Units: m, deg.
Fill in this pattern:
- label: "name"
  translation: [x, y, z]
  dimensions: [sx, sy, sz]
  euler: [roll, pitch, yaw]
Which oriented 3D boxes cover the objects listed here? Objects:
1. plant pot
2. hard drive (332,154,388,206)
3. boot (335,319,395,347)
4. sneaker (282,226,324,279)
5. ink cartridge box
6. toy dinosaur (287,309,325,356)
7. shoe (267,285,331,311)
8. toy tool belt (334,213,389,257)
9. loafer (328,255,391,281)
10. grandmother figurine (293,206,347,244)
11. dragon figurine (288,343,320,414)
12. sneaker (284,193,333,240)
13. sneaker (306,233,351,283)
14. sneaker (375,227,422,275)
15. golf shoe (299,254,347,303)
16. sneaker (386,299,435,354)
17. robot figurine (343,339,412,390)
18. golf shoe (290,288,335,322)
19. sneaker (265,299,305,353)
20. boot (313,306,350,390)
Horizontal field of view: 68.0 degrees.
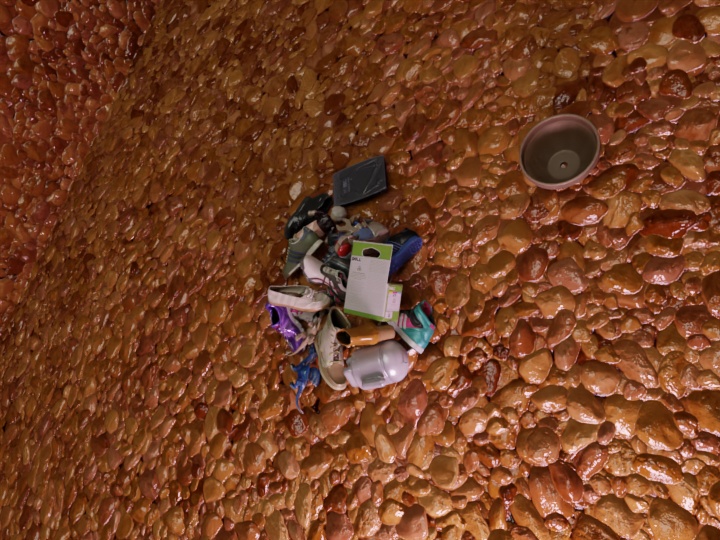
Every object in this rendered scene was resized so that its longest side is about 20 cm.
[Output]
- label: "plant pot"
  translation: [0.520, -0.294, 1.385]
  dimensions: [0.197, 0.092, 0.205]
  euler: [-11, 67, 28]
- label: "hard drive"
  translation: [0.001, -0.286, 1.747]
  dimensions: [0.197, 0.042, 0.138]
  euler: [-16, 65, 27]
- label: "boot"
  translation: [-0.003, 0.171, 1.470]
  dimensions: [0.201, 0.141, 0.073]
  euler: [169, 97, -71]
- label: "sneaker"
  translation: [-0.207, -0.064, 1.746]
  dimensions: [0.090, 0.067, 0.200]
  euler: [48, 121, 0]
- label: "ink cartridge box"
  translation: [0.041, 0.028, 1.470]
  dimensions: [0.146, 0.075, 0.205]
  euler: [9, 91, 40]
- label: "toy dinosaur"
  translation: [-0.156, 0.197, 1.604]
  dimensions: [0.058, 0.101, 0.202]
  euler: [35, 95, 8]
- label: "shoe"
  translation: [-0.185, 0.079, 1.600]
  dimensions: [0.195, 0.054, 0.071]
  euler: [5, 37, 5]
- label: "toy tool belt"
  translation: [-0.015, -0.105, 1.600]
  dimensions: [0.123, 0.197, 0.127]
  euler: [48, 136, 35]
- label: "loafer"
  translation: [0.000, 0.000, 1.610]
  dimensions: [0.197, 0.072, 0.064]
  euler: [27, 69, 12]
- label: "grandmother figurine"
  translation: [-0.130, -0.148, 1.760]
  dimensions: [0.198, 0.122, 0.061]
  euler: [-32, 16, 18]
- label: "dragon figurine"
  translation: [-0.162, 0.320, 1.610]
  dimensions: [0.098, 0.059, 0.204]
  euler: [-20, 55, 33]
- label: "sneaker"
  translation: [-0.176, -0.179, 1.811]
  dimensions: [0.103, 0.060, 0.202]
  euler: [28, 86, 39]
- label: "sneaker"
  translation: [-0.095, -0.044, 1.703]
  dimensions: [0.198, 0.075, 0.115]
  euler: [-32, 54, 16]
- label: "sneaker"
  translation: [0.088, -0.049, 1.571]
  dimensions: [0.198, 0.071, 0.078]
  euler: [-35, 45, -10]
- label: "golf shoe"
  translation: [-0.095, 0.012, 1.605]
  dimensions: [0.087, 0.199, 0.078]
  euler: [-28, 32, 40]
- label: "sneaker"
  translation: [0.138, 0.125, 1.481]
  dimensions: [0.121, 0.083, 0.200]
  euler: [-49, 49, 2]
- label: "robot figurine"
  translation: [0.050, 0.259, 1.466]
  dimensions: [0.197, 0.114, 0.171]
  euler: [-21, 30, 24]
- label: "golf shoe"
  translation: [-0.167, 0.130, 1.682]
  dimensions: [0.197, 0.072, 0.094]
  euler: [-22, 63, 24]
- label: "sneaker"
  translation: [-0.241, 0.177, 1.662]
  dimensions: [0.080, 0.083, 0.203]
  euler: [-20, 102, 36]
- label: "boot"
  translation: [-0.070, 0.225, 1.545]
  dimensions: [0.156, 0.071, 0.202]
  euler: [-60, 41, 42]
